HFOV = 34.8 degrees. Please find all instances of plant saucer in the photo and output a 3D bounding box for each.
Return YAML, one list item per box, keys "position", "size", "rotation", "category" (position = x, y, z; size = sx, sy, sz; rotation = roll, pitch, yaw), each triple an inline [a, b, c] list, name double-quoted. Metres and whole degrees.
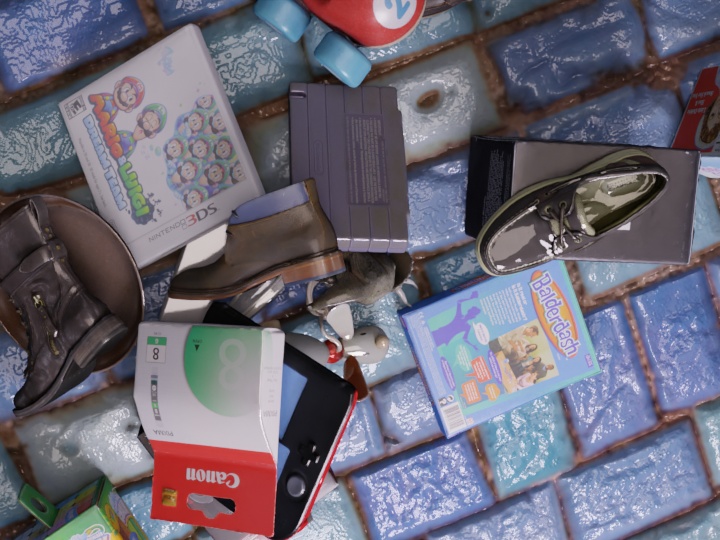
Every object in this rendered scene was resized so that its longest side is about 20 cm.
- position: [-0.310, 0.012, 1.215]
  size: [0.197, 0.032, 0.204]
  rotation: [8, 114, 19]
  category: "plant saucer"

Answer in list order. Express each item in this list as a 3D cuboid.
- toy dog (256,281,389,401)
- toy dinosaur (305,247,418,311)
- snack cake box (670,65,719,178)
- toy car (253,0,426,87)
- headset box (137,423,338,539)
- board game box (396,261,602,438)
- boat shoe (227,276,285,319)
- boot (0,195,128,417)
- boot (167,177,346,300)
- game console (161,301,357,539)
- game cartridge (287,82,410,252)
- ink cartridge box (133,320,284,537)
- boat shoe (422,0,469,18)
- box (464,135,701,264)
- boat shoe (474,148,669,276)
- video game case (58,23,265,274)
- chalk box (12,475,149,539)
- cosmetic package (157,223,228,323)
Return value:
- position: [-0.041, 0.086, 1.223]
  size: [0.199, 0.096, 0.133]
  rotation: [-36, 104, -36]
  category: "toy dog"
- position: [0.000, 0.000, 1.217]
  size: [0.101, 0.200, 0.078]
  rotation: [22, 105, 12]
  category: "toy dinosaur"
- position: [0.420, -0.163, 1.251]
  size: [0.066, 0.200, 0.117]
  rotation: [20, 93, -9]
  category: "snack cake box"
- position: [-0.027, -0.319, 1.158]
  size: [0.176, 0.200, 0.185]
  rotation: [38, 94, 16]
  category: "toy car"
- position: [-0.129, 0.211, 1.273]
  size: [0.148, 0.077, 0.201]
  rotation: [-35, 97, -3]
  category: "headset box"
- position: [0.159, 0.081, 1.316]
  size: [0.197, 0.045, 0.154]
  rotation: [-21, 97, -5]
  category: "board game box"
- position: [-0.092, -0.022, 1.262]
  size: [0.064, 0.074, 0.203]
  rotation: [38, 85, -3]
  category: "boat shoe"
- position: [-0.340, 0.039, 1.192]
  size: [0.200, 0.069, 0.175]
  rotation: [-41, 87, 28]
  category: "boot"
- position: [-0.113, -0.028, 1.155]
  size: [0.197, 0.075, 0.099]
  rotation: [-11, 96, 20]
  category: "boot"
- position: [-0.109, 0.152, 1.155]
  size: [0.198, 0.031, 0.179]
  rotation: [29, 105, 28]
  category: "game console"
- position: [-0.014, -0.111, 1.232]
  size: [0.127, 0.039, 0.203]
  rotation: [4, 60, -12]
  category: "game cartridge"
- position: [-0.156, 0.155, 1.142]
  size: [0.159, 0.050, 0.204]
  rotation: [1, 83, 30]
  category: "ink cartridge box"
- position: [0.114, -0.332, 1.258]
  size: [0.197, 0.073, 0.076]
  rotation: [-23, 98, -5]
  category: "boat shoe"
- position: [0.230, -0.079, 1.234]
  size: [0.196, 0.198, 0.126]
  rotation: [3, 98, -8]
  category: "box"
- position: [0.203, -0.056, 1.099]
  size: [0.199, 0.066, 0.073]
  rotation: [-27, 102, -3]
  category: "boat shoe"
- position: [-0.210, -0.125, 1.201]
  size: [0.180, 0.024, 0.203]
  rotation: [-26, 81, 19]
  category: "video game case"
- position: [-0.298, 0.311, 1.235]
  size: [0.123, 0.124, 0.202]
  rotation: [-32, 100, -3]
  category: "chalk box"
- position: [-0.169, -0.017, 1.245]
  size: [0.050, 0.083, 0.203]
  rotation: [19, 92, -6]
  category: "cosmetic package"
